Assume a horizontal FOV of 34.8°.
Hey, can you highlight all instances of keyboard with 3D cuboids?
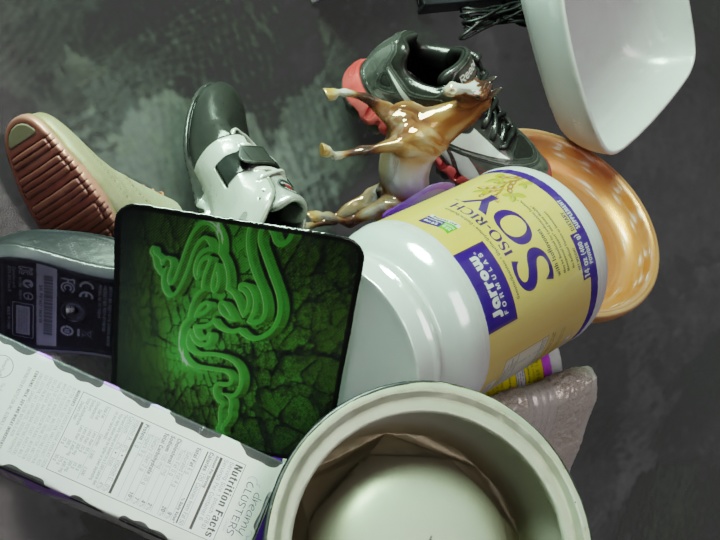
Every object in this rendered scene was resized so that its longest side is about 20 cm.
[{"bbox_3d":[0.136,-0.272,1.051,0.199,0.040,0.105,-15,93,-31],"label":"keyboard"}]

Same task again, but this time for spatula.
[{"bbox_3d":[0.000,0.000,0.908,0.200,0.021,0.057,-45,153,1],"label":"spatula"}]

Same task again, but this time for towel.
[{"bbox_3d":[0.118,0.172,0.945,0.132,0.034,0.201,-14,132,-32],"label":"towel"}]

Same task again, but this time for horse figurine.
[{"bbox_3d":[0.019,-0.075,0.912,0.132,0.050,0.201,-5,133,-25],"label":"horse figurine"}]

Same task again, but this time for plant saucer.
[{"bbox_3d":[0.169,-0.037,1.012,0.199,0.038,0.201,13,53,-18],"label":"plant saucer"}]

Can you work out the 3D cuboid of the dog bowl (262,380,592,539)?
[{"bbox_3d":[0.033,0.171,0.678,0.199,0.074,0.201,6,70,-15],"label":"dog bowl"}]

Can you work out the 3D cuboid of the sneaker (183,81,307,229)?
[{"bbox_3d":[-0.077,-0.057,0.850,0.074,0.088,0.201,25,52,-55],"label":"sneaker"}]

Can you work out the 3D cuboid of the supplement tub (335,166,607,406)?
[{"bbox_3d":[0.067,0.018,0.833,0.199,0.145,0.146,-26,99,-37],"label":"supplement tub"}]

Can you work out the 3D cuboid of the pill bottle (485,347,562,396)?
[{"bbox_3d":[0.061,0.094,0.937,0.199,0.104,0.105,-13,93,-32],"label":"pill bottle"}]

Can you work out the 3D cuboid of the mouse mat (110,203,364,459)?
[{"bbox_3d":[-0.088,0.049,0.773,0.160,0.008,0.201,9,125,-2],"label":"mouse mat"}]

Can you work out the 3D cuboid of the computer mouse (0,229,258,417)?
[{"bbox_3d":[-0.174,0.022,0.797,0.199,0.139,0.053,14,36,-5],"label":"computer mouse"}]

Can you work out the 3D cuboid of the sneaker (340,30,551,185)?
[{"bbox_3d":[0.085,-0.127,0.946,0.200,0.098,0.071,32,47,-11],"label":"sneaker"}]

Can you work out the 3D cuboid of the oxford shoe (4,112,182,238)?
[{"bbox_3d":[-0.176,-0.039,0.833,0.200,0.071,0.074,55,41,-22],"label":"oxford shoe"}]

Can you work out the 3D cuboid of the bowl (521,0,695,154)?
[{"bbox_3d":[0.222,-0.227,1.054,0.200,0.074,0.201,-45,126,-33],"label":"bowl"}]

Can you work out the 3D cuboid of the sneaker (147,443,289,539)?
[{"bbox_3d":[-0.106,0.171,0.849,0.099,0.069,0.202,7,82,-28],"label":"sneaker"}]

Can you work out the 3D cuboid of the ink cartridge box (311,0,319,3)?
[{"bbox_3d":[-0.037,-0.333,0.946,0.094,0.044,0.201,-30,102,-28],"label":"ink cartridge box"}]

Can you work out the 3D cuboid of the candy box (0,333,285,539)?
[{"bbox_3d":[-0.161,0.119,0.729,0.199,0.168,0.072,25,73,-8],"label":"candy box"}]
